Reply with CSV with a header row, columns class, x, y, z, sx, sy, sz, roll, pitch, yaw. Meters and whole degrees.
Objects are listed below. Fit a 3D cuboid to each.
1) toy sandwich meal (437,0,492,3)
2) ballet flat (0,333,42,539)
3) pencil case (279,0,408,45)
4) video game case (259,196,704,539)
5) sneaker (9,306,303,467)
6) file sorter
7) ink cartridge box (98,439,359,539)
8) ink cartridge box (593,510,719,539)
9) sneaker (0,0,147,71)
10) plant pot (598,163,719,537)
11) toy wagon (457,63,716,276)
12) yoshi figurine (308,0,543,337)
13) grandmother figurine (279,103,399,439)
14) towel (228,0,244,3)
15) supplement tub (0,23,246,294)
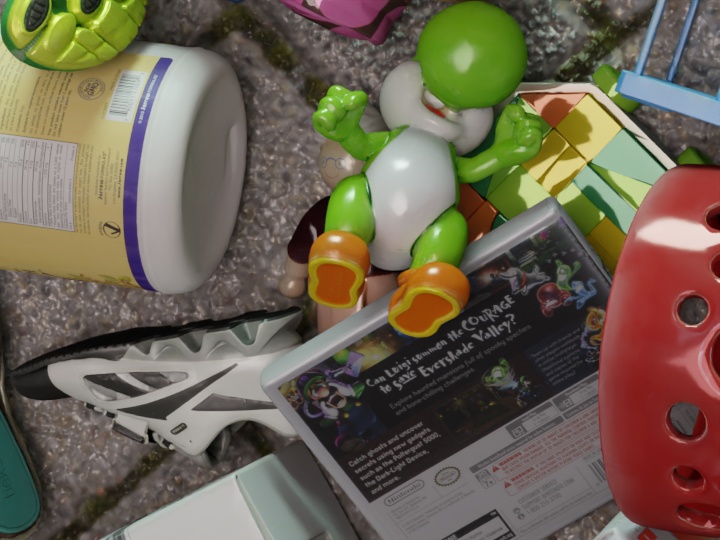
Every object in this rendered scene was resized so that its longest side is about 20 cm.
class,x,y,z,sx,sy,sz,roll,pitch,yaw
toy sandwich meal,0.068,-0.242,1.604,0.205,0.205,0.070,-44,39,14
ballet flat,-0.248,0.075,1.792,0.062,0.067,0.200,-15,89,60
pencil case,0.012,-0.234,1.684,0.094,0.091,0.200,37,103,41
video game case,0.075,0.076,1.677,0.200,0.023,0.182,-31,115,14
sneaker,-0.119,0.077,1.741,0.200,0.074,0.089,-6,99,30
file sorter,0.261,-0.120,1.598,0.200,0.139,0.123,20,97,12
ink cartridge box,-0.115,0.185,1.722,0.200,0.144,0.084,-27,88,15
ink cartridge box,0.215,0.205,1.627,0.200,0.162,0.050,40,106,8
sneaker,-0.168,-0.164,1.689,0.084,0.200,0.074,-26,112,25
plant pot,0.242,0.051,1.558,0.182,0.200,0.201,8,97,22
toy wagon,0.107,-0.046,1.696,0.200,0.040,0.155,45,104,7
yoshi figurine,0.039,-0.072,1.614,0.112,0.112,0.200,-7,50,34
grandmother figurine,0.000,0.000,1.714,0.121,0.061,0.200,1,97,25
towel,-0.113,-0.248,1.656,0.200,0.049,0.112,47,141,25
supplement tub,-0.180,-0.068,1.716,0.200,0.145,0.145,8,97,15
